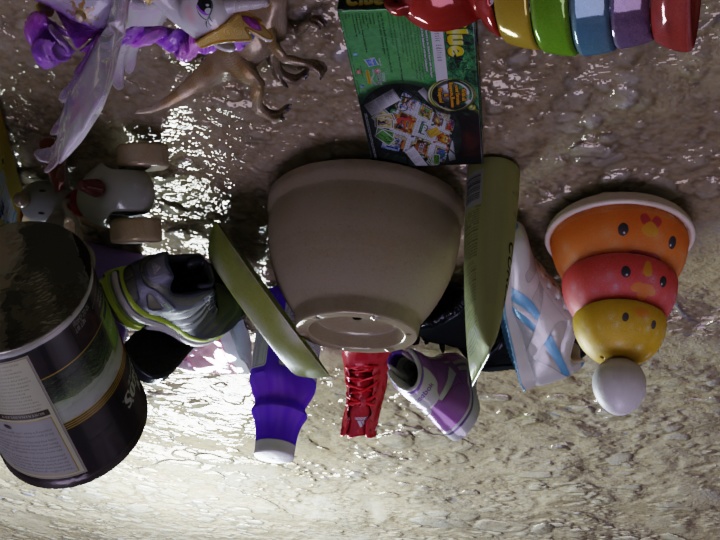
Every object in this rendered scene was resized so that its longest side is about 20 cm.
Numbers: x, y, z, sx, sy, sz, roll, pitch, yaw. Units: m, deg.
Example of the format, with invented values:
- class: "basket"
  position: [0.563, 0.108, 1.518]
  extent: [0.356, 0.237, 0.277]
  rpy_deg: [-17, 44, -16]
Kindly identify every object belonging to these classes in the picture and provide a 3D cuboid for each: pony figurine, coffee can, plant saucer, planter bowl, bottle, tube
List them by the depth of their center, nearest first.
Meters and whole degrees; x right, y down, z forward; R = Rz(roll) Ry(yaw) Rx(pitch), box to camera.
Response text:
- class: "pony figurine"
  position: [-0.179, -0.186, 0.657]
  extent: [0.200, 0.168, 0.192]
  rpy_deg: [40, 131, -23]
- class: "coffee can"
  position: [-0.284, 0.079, 0.851]
  extent: [0.144, 0.148, 0.201]
  rpy_deg: [2, 138, 7]
- class: "tube"
  position: [0.114, -0.004, 0.851]
  extent: [0.051, 0.202, 0.058]
  rpy_deg: [-13, 146, 35]
- class: "planter bowl"
  position: [0.000, 0.000, 0.927]
  extent: [0.197, 0.137, 0.201]
  rpy_deg: [5, 158, 2]
- class: "plant saucer"
  position: [-0.102, 0.038, 0.996]
  extent: [0.031, 0.200, 0.200]
  rpy_deg: [-36, 146, -3]
- class: "bottle"
  position: [-0.089, 0.120, 1.116]
  extent: [0.065, 0.203, 0.083]
  rpy_deg: [-16, 147, 35]

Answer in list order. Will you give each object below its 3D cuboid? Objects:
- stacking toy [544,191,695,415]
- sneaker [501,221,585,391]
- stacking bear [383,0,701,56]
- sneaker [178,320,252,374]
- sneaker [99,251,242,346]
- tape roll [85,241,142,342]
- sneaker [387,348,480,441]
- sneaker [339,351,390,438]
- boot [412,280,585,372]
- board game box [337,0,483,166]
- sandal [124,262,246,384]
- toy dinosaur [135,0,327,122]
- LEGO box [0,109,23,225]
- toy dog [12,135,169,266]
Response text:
- class: "stacking toy"
  position: [0.248, 0.041, 0.905]
  extent: [0.144, 0.203, 0.147]
  rpy_deg: [4, 152, 2]
- class: "sneaker"
  position: [0.183, 0.030, 0.998]
  extent: [0.080, 0.077, 0.202]
  rpy_deg: [-16, 122, 3]
- class: "stacking bear"
  position: [0.113, -0.195, 0.611]
  extent: [0.197, 0.123, 0.114]
  rpy_deg: [5, 146, 22]
- class: "sneaker"
  position: [-0.196, 0.082, 1.197]
  extent: [0.103, 0.076, 0.201]
  rpy_deg: [0, 155, 1]
- class: "sneaker"
  position: [-0.170, 0.026, 0.964]
  extent: [0.080, 0.075, 0.199]
  rpy_deg: [-27, 163, 19]
- class: "tape roll"
  position: [-0.305, 0.072, 1.069]
  extent: [0.084, 0.203, 0.200]
  rpy_deg: [11, 151, -12]
- class: "sneaker"
  position: [0.084, 0.122, 1.174]
  extent: [0.114, 0.073, 0.201]
  rpy_deg: [38, -173, -8]
- class: "sneaker"
  position: [0.009, 0.152, 1.242]
  extent: [0.077, 0.117, 0.201]
  rpy_deg: [1, 151, 9]
- class: "boot"
  position: [0.152, 0.057, 1.092]
  extent: [0.197, 0.074, 0.162]
  rpy_deg: [-16, 145, 41]
- class: "board game box"
  position: [0.047, -0.151, 0.782]
  extent: [0.103, 0.024, 0.201]
  rpy_deg: [3, 152, 10]
- class: "sandal"
  position: [-0.190, 0.054, 1.053]
  extent: [0.076, 0.200, 0.048]
  rpy_deg: [50, 136, 0]
- class: "toy dinosaur"
  position: [-0.090, -0.171, 0.759]
  extent: [0.101, 0.059, 0.199]
  rpy_deg: [37, 133, -20]
- class: "LEGO box"
  position: [-0.384, -0.061, 0.897]
  extent: [0.076, 0.151, 0.201]
  rpy_deg: [10, 151, -5]
- class: "toy dog"
  position: [-0.271, -0.068, 0.909]
  extent: [0.198, 0.134, 0.096]
  rpy_deg: [-26, 162, 30]
